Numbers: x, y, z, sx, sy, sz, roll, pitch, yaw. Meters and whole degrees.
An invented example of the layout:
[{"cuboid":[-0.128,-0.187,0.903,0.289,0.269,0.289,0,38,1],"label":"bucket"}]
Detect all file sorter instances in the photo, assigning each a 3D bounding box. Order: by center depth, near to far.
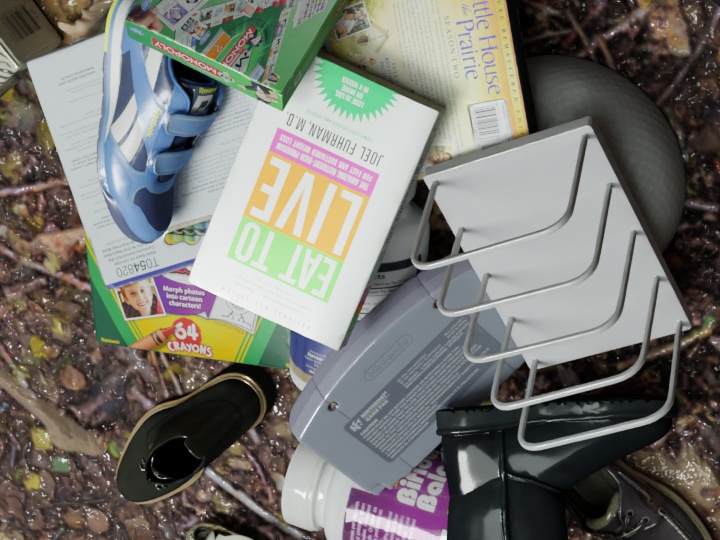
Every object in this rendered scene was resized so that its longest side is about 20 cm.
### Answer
[{"cuboid":[0.141,0.018,1.508,0.138,0.125,0.201,-16,123,25],"label":"file sorter"}]

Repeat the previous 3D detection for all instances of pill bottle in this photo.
[{"cuboid":[0.000,0.000,1.670,0.110,0.111,0.202,13,116,19],"label":"pill bottle"},{"cuboid":[0.038,0.203,1.740,0.198,0.112,0.113,14,117,18],"label":"pill bottle"}]

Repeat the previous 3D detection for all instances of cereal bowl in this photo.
[{"cuboid":[0.148,-0.062,1.593,0.198,0.083,0.202,10,116,21],"label":"cereal bowl"}]

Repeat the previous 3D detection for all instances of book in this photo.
[{"cuboid":[-0.033,-0.058,1.552,0.133,0.048,0.201,25,104,10],"label":"book"}]

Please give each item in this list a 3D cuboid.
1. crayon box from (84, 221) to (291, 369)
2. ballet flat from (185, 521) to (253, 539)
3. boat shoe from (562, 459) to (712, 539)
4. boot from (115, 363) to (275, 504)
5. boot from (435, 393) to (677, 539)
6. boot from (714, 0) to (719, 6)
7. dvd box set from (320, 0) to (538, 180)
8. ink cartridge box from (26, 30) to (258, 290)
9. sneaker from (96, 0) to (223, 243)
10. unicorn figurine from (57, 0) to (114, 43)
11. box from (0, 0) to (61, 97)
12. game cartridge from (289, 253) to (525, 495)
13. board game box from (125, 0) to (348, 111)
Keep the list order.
[{"cuboid":[-0.140,-0.015,1.758,0.198,0.058,0.174,6,115,23],"label":"crayon box"},{"cuboid":[-0.075,0.283,1.848,0.199,0.068,0.076,23,145,16],"label":"ballet flat"},{"cuboid":[0.209,0.194,1.686,0.200,0.065,0.072,45,122,1],"label":"boat shoe"},{"cuboid":[-0.178,0.167,1.809,0.077,0.138,0.200,46,123,0],"label":"boot"},{"cuboid":[0.158,0.186,1.619,0.198,0.076,0.170,-6,90,5],"label":"boot"},{"cuboid":[0.251,-0.303,1.433,0.168,0.076,0.201,37,129,10],"label":"boot"},{"cuboid":[0.030,-0.140,1.552,0.198,0.029,0.148,-9,97,21],"label":"dvd box set"},{"cuboid":[-0.152,-0.104,1.635,0.198,0.041,0.202,-15,96,27],"label":"ink cartridge box"},{"cuboid":[-0.152,-0.116,1.569,0.082,0.074,0.202,9,108,20],"label":"sneaker"},{"cuboid":[-0.175,-0.152,1.702,0.137,0.074,0.201,-36,87,21],"label":"unicorn figurine"},{"cuboid":[-0.358,-0.162,1.783,0.200,0.082,0.069,-36,96,33],"label":"box"},{"cuboid":[0.042,0.081,1.636,0.200,0.041,0.133,-44,133,7],"label":"game cartridge"},{"cuboid":[-0.069,-0.232,1.531,0.134,0.201,0.029,26,159,9],"label":"board game box"}]
